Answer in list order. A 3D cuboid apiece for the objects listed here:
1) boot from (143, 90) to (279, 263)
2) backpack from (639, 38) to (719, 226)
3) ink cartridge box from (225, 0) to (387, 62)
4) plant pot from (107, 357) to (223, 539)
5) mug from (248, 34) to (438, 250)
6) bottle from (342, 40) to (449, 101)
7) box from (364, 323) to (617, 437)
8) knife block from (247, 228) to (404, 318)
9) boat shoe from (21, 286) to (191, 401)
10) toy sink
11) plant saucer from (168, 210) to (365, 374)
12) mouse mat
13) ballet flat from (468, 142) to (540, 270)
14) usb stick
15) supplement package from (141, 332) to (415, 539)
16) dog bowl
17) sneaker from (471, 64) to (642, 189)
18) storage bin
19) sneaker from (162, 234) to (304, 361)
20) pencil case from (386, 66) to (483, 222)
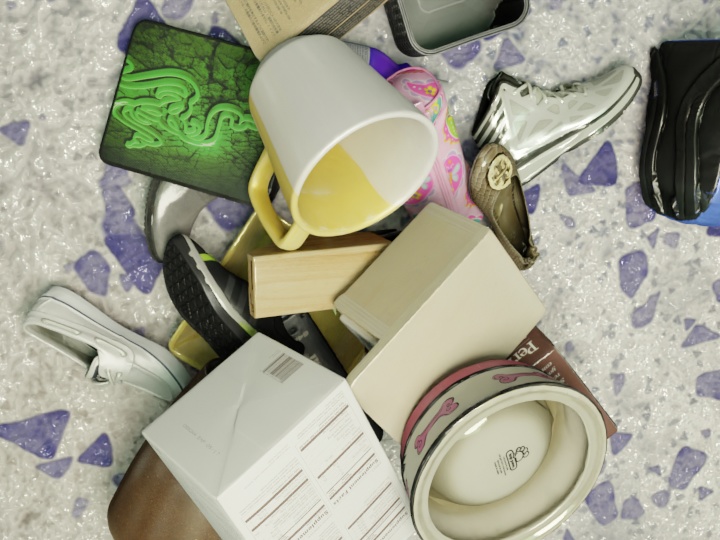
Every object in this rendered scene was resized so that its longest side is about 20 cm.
[{"bbox_3d":[-0.154,-0.090,0.911,0.131,0.070,0.201,15,103,11],"label":"boot"},{"bbox_3d":[0.417,-0.147,0.944,0.167,0.163,0.201,6,101,-12],"label":"backpack"},{"bbox_3d":[-0.067,-0.322,0.823,0.164,0.075,0.201,-33,75,19],"label":"ink cartridge box"},{"bbox_3d":[-0.159,0.205,0.925,0.186,0.187,0.201,19,108,-11],"label":"plant pot"},{"bbox_3d":[-0.044,-0.127,0.782,0.186,0.149,0.153,-35,63,4],"label":"mug"},{"bbox_3d":[-0.003,-0.205,0.922,0.199,0.065,0.084,9,78,-10],"label":"bottle"},{"bbox_3d":[0.139,0.128,0.934,0.166,0.200,0.164,-40,124,2],"label":"box"},{"bbox_3d":[0.000,0.000,0.874,0.175,0.200,0.064,4,104,22],"label":"knife block"},{"bbox_3d":[-0.286,0.100,0.949,0.199,0.065,0.074,32,136,-6],"label":"boat shoe"},{"bbox_3d":[0.060,0.055,0.830,0.200,0.112,0.130,-48,125,-7],"label":"toy sink"},{"bbox_3d":[-0.090,0.055,0.984,0.199,0.048,0.200,33,97,-14],"label":"plant saucer"},{"bbox_3d":[-0.169,-0.167,0.884,0.199,0.008,0.162,16,91,11],"label":"mouse mat"},{"bbox_3d":[0.167,-0.063,0.940,0.067,0.046,0.200,-42,140,-15],"label":"ballet flat"},{"bbox_3d":[-0.041,0.128,0.966,0.055,0.033,0.201,-31,105,1],"label":"usb stick"},{"bbox_3d":[-0.070,0.196,0.796,0.151,0.151,0.201,-40,124,-22],"label":"supplement package"},{"bbox_3d":[0.126,0.171,0.787,0.199,0.074,0.201,-10,119,-17],"label":"dog bowl"},{"bbox_3d":[0.214,-0.193,0.951,0.200,0.076,0.116,-37,107,5],"label":"sneaker"},{"bbox_3d":[0.084,-0.340,0.892,0.135,0.094,0.201,-19,105,-3],"label":"storage bin"},{"bbox_3d":[-0.133,0.041,0.906,0.200,0.083,0.072,53,136,5],"label":"sneaker"},{"bbox_3d":[0.072,-0.119,0.905,0.087,0.088,0.200,-27,135,-1],"label":"pencil case"}]
